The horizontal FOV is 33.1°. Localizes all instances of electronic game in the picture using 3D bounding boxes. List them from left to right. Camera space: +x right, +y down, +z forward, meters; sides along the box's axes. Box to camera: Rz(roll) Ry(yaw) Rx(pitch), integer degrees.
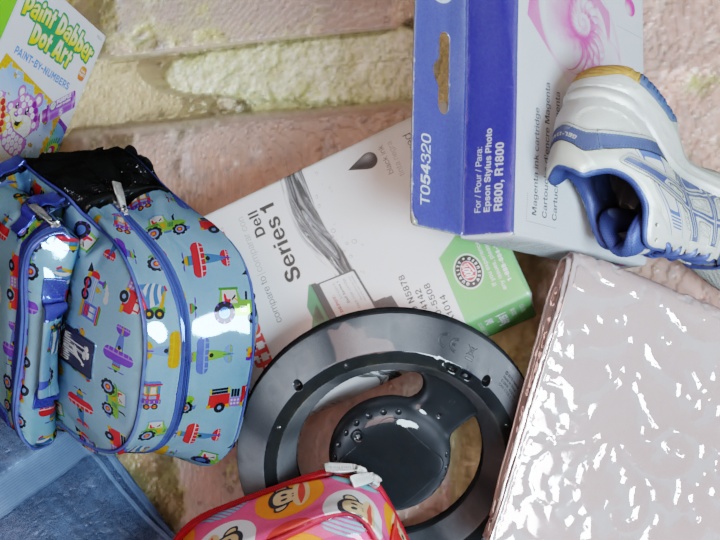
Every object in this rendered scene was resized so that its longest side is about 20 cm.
[{"bbox_3d":[0.019,0.117,0.781,0.197,0.042,0.203,-1,113,-2],"label":"electronic game"}]

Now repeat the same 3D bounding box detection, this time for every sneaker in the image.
[{"bbox_3d":[0.184,-0.032,0.759,0.200,0.075,0.089,40,64,-22],"label":"sneaker"}]

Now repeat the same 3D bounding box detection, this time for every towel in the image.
[{"bbox_3d":[-0.218,0.155,0.837,0.111,0.049,0.201,-32,75,-30],"label":"towel"},{"bbox_3d":[0.189,0.110,0.763,0.198,0.032,0.194,20,85,-12],"label":"towel"}]

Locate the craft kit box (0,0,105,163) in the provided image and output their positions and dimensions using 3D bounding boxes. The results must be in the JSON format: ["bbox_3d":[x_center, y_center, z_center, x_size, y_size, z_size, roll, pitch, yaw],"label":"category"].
[{"bbox_3d":[-0.267,-0.111,0.835,0.048,0.200,0.200,19,86,13],"label":"craft kit box"}]

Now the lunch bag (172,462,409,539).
[{"bbox_3d":[-0.015,0.226,0.756,0.174,0.082,0.202,-22,109,8],"label":"lunch bag"}]

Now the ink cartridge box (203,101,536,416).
[{"bbox_3d":[0.000,0.000,0.824,0.198,0.084,0.148,-25,77,6],"label":"ink cartridge box"}]

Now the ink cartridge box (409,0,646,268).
[{"bbox_3d":[0.114,-0.111,0.771,0.043,0.198,0.200,-6,79,44],"label":"ink cartridge box"}]

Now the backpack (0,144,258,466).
[{"bbox_3d":[-0.158,0.034,0.769,0.199,0.133,0.185,35,121,40],"label":"backpack"}]
